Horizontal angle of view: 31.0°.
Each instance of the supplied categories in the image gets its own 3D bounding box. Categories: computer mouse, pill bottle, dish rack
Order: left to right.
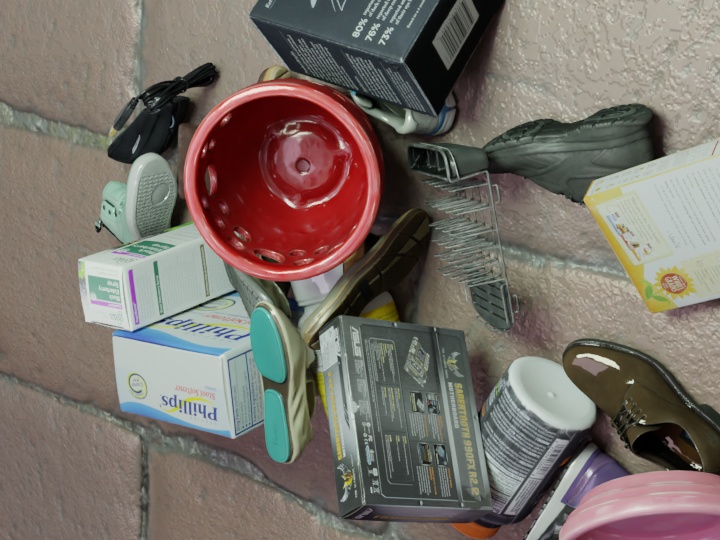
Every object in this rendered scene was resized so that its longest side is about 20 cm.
[{"bbox_3d":[-0.256,-0.168,1.564,0.200,0.140,0.046,-37,88,39],"label":"computer mouse"},{"bbox_3d":[-0.004,0.089,1.461,0.114,0.114,0.201,-15,94,40],"label":"pill bottle"},{"bbox_3d":[0.106,-0.034,1.329,0.153,0.054,0.201,-143,40,-76],"label":"dish rack"},{"bbox_3d":[0.158,0.195,1.373,0.106,0.106,0.200,42,126,20],"label":"pill bottle"}]

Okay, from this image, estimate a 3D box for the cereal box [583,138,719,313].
[{"bbox_3d":[0.323,-0.045,1.183,0.199,0.040,0.144,-17,116,39],"label":"cereal box"}]

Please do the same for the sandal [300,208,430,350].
[{"bbox_3d":[0.000,0.000,1.385,0.054,0.200,0.080,36,162,27],"label":"sandal"}]

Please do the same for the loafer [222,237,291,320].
[{"bbox_3d":[-0.112,0.004,1.498,0.200,0.069,0.076,-128,20,-60],"label":"loafer"}]

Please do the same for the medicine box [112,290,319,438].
[{"bbox_3d":[-0.156,0.104,1.528,0.181,0.200,0.104,7,108,36],"label":"medicine box"}]

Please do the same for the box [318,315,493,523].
[{"bbox_3d":[0.045,0.151,1.315,0.048,0.158,0.201,-38,52,48],"label":"box"}]

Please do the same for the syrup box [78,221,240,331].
[{"bbox_3d":[-0.235,0.003,1.559,0.078,0.200,0.082,7,109,37],"label":"syrup box"}]

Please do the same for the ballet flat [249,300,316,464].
[{"bbox_3d":[-0.079,0.116,1.423,0.069,0.069,0.201,17,122,33],"label":"ballet flat"}]

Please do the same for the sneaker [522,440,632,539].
[{"bbox_3d":[0.226,0.282,1.371,0.087,0.076,0.201,35,123,18],"label":"sneaker"}]

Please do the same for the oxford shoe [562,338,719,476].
[{"bbox_3d":[0.274,0.135,1.279,0.200,0.084,0.073,35,124,26],"label":"oxford shoe"}]

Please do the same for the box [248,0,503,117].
[{"bbox_3d":[0.015,-0.262,1.301,0.199,0.104,0.148,23,76,32],"label":"box"}]

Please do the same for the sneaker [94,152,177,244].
[{"bbox_3d":[-0.291,-0.090,1.628,0.118,0.074,0.201,40,147,24],"label":"sneaker"}]

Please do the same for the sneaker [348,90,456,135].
[{"bbox_3d":[0.008,-0.212,1.377,0.200,0.086,0.075,41,127,22],"label":"sneaker"}]

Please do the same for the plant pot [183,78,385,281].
[{"bbox_3d":[-0.067,-0.105,1.360,0.199,0.183,0.202,2,104,8],"label":"plant pot"}]

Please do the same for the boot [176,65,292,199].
[{"bbox_3d":[-0.153,-0.155,1.528,0.166,0.072,0.201,19,118,30],"label":"boot"}]

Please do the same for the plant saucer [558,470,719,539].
[{"bbox_3d":[0.290,0.242,1.253,0.200,0.200,0.051,-29,49,40],"label":"plant saucer"}]

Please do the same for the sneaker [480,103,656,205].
[{"bbox_3d":[0.199,-0.104,1.273,0.199,0.076,0.091,-3,112,42],"label":"sneaker"}]
